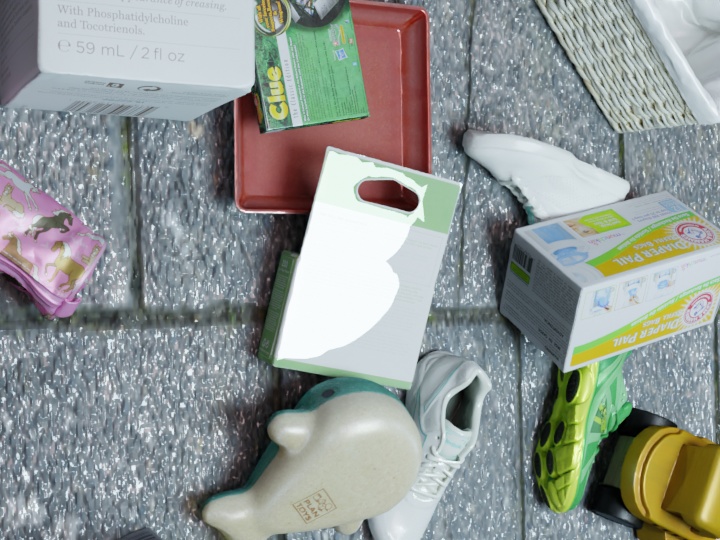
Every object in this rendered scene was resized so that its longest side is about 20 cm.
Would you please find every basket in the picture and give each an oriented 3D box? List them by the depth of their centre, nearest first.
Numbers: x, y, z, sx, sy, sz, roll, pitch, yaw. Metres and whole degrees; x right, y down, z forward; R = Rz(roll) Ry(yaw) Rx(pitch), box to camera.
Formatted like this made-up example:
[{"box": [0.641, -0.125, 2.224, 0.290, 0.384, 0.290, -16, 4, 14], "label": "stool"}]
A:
[{"box": [0.322, -0.270, 1.156, 0.198, 0.161, 0.200, -43, 106, -21], "label": "basket"}]

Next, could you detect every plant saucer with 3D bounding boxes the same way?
[{"box": [-0.029, -0.150, 1.048, 0.200, 0.037, 0.200, -1, 89, -27], "label": "plant saucer"}]

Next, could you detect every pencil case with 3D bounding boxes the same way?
[{"box": [-0.295, -0.045, 0.888, 0.200, 0.083, 0.087, 37, 73, -22], "label": "pencil case"}]

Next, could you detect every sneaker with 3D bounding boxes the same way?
[{"box": [0.063, 0.172, 1.066, 0.070, 0.080, 0.201, 23, 80, -26], "label": "sneaker"}, {"box": [0.182, -0.078, 1.138, 0.200, 0.075, 0.089, 19, 92, -26], "label": "sneaker"}, {"box": [0.236, 0.152, 1.154, 0.083, 0.074, 0.200, 20, 80, -21], "label": "sneaker"}]

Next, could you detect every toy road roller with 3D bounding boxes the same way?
[{"box": [0.350, 0.232, 1.169, 0.200, 0.146, 0.123, 28, 77, -23], "label": "toy road roller"}]

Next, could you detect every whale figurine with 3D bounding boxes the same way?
[{"box": [-0.046, 0.173, 1.012, 0.200, 0.104, 0.159, -32, 125, 0], "label": "whale figurine"}]

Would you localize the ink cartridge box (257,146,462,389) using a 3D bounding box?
[{"box": [0.000, 0.000, 1.038, 0.145, 0.048, 0.200, 13, 92, -25], "label": "ink cartridge box"}]

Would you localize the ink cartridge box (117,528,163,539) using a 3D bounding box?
[{"box": [-0.128, 0.321, 0.901, 0.047, 0.198, 0.200, -23, 100, -24], "label": "ink cartridge box"}]

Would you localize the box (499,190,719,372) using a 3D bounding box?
[{"box": [0.256, 0.007, 1.128, 0.200, 0.113, 0.102, -15, 130, -26], "label": "box"}]

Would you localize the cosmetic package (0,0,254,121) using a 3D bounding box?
[{"box": [-0.189, -0.233, 0.898, 0.167, 0.166, 0.201, 0, 88, -26], "label": "cosmetic package"}]

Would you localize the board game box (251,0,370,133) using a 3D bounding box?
[{"box": [-0.057, -0.227, 1.003, 0.105, 0.023, 0.201, -11, 93, -28], "label": "board game box"}]
